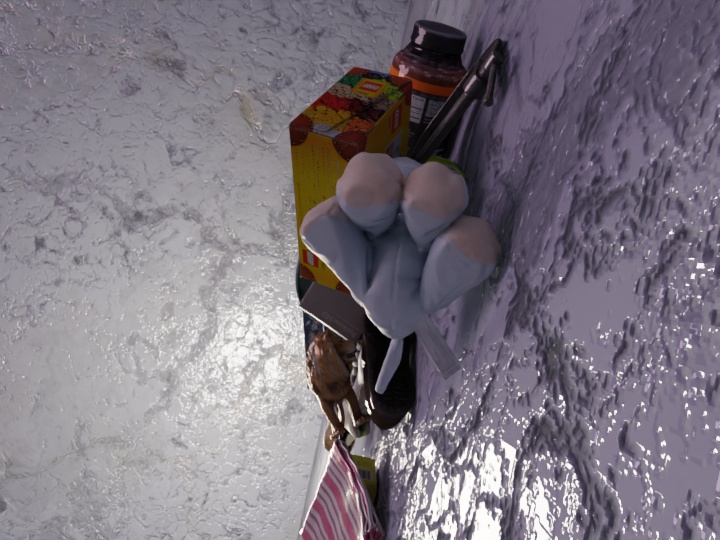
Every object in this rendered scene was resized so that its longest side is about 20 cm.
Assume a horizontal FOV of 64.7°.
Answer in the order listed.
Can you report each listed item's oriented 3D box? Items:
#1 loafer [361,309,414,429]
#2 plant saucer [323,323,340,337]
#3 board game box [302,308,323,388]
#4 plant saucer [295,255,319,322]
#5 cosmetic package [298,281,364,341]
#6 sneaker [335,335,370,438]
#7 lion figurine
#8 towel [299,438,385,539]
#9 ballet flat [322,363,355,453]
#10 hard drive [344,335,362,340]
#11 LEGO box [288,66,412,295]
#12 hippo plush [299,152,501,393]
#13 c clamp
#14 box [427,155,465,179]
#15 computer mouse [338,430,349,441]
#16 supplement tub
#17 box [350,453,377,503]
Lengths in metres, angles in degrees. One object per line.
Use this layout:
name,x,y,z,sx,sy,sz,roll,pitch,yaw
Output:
loafer,0.028,0.117,0.733,0.202,0.072,0.072,-82,7,-51
plant saucer,-0.050,0.170,1.120,0.201,0.038,0.205,176,90,-86
board game box,-0.085,0.098,1.034,0.135,0.034,0.204,-142,49,-85
plant saucer,-0.036,-0.013,0.940,0.036,0.198,0.203,28,112,41
cosmetic package,0.000,0.000,0.861,0.202,0.106,0.090,-59,1,-8
sneaker,0.019,0.167,0.860,0.081,0.074,0.202,52,128,43
lion figurine,-0.038,0.160,0.778,0.124,0.072,0.200,63,161,15
towel,-0.035,0.346,0.747,0.147,0.029,0.203,56,133,51
ballet flat,-0.009,0.244,1.047,0.065,0.070,0.203,13,85,47
hard drive,0.016,0.079,1.063,0.141,0.033,0.200,-59,1,-4
LEGO box,-0.007,-0.100,0.647,0.149,0.076,0.202,-55,-25,-43
hippo plush,0.060,-0.030,0.522,0.202,0.157,0.161,62,-149,-15
c clamp,0.092,-0.164,0.603,0.200,0.027,0.172,-49,13,53
box,0.074,-0.035,0.708,0.122,0.047,0.203,-88,11,-71
computer mouse,0.007,0.197,0.966,0.059,0.034,0.203,126,165,-80
supplement tub,0.082,-0.225,0.774,0.108,0.105,0.203,-83,7,-57
box,-0.020,0.376,0.821,0.075,0.049,0.204,-91,13,-76
